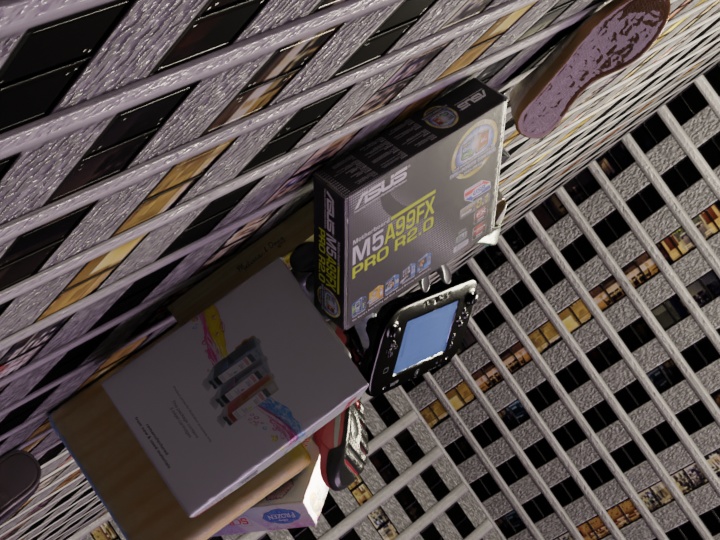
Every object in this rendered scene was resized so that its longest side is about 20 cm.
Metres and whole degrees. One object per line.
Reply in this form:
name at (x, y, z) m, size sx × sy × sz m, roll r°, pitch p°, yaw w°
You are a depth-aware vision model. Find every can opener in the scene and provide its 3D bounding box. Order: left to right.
can opener at (-0.042, 0.010, 1.487) m, size 0.067 × 0.054 × 0.200 m, roll -35°, pitch 174°, yaw 7°

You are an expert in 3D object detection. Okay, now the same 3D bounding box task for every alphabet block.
alphabet block at (-0.187, 0.183, 1.614) m, size 0.199 × 0.197 × 0.195 m, roll -34°, pitch 177°, yaw -11°

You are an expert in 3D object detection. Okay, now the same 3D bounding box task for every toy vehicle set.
toy vehicle set at (-0.085, -0.011, 1.460) m, size 0.199 × 0.027 × 0.124 m, roll -36°, pitch 175°, yaw 1°

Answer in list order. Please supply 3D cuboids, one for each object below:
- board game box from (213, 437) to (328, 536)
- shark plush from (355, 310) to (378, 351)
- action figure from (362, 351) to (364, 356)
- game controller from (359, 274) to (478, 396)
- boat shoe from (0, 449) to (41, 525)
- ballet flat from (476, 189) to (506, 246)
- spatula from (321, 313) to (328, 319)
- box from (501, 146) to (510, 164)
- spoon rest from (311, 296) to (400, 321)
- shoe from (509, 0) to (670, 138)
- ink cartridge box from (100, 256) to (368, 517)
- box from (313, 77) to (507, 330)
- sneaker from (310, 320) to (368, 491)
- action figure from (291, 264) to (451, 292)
board game box at (-0.117, 0.219, 1.790) m, size 0.197 × 0.041 × 0.201 m, roll -10°, pitch -144°, yaw 27°
shark plush at (-0.001, 0.044, 1.748) m, size 0.090 × 0.203 × 0.083 m, roll -17°, pitch -163°, yaw -41°
action figure at (-0.058, 0.099, 1.680) m, size 0.052 × 0.198 × 0.066 m, roll -2°, pitch 107°, yaw -61°
game controller at (0.064, 0.068, 1.638) m, size 0.199 × 0.042 × 0.106 m, roll -19°, pitch 120°, yaw -54°
boat shoe at (-0.409, 0.259, 1.568) m, size 0.199 × 0.067 × 0.057 m, roll -37°, pitch 172°, yaw -33°
ballet flat at (0.125, -0.061, 1.622) m, size 0.064 × 0.068 × 0.200 m, roll -44°, pitch 172°, yaw 17°
spatula at (-0.069, 0.036, 1.525) m, size 0.056 × 0.021 × 0.199 m, roll 17°, pitch 173°, yaw -39°
box at (0.066, -0.092, 1.606) m, size 0.157 × 0.050 × 0.200 m, roll -36°, pitch 174°, yaw 14°
spoon rest at (-0.027, 0.040, 1.683) m, size 0.099 × 0.198 × 0.061 m, roll -152°, pitch -106°, yaw -73°
shoe at (0.222, -0.217, 1.529) m, size 0.200 × 0.070 × 0.054 m, roll -42°, pitch -145°, yaw 22°
ink cartridge box at (-0.112, 0.110, 1.402) m, size 0.199 × 0.145 × 0.145 m, roll -34°, pitch 174°, yaw -10°
box at (0.044, -0.059, 1.367) m, size 0.199 × 0.044 × 0.161 m, roll -33°, pitch 144°, yaw -31°
sneaker at (-0.041, 0.141, 1.589) m, size 0.086 × 0.202 × 0.074 m, roll -11°, pitch 142°, yaw 14°
action figure at (0.000, 0.000, 1.636) m, size 0.198 × 0.055 × 0.118 m, roll 0°, pitch -171°, yaw 39°
